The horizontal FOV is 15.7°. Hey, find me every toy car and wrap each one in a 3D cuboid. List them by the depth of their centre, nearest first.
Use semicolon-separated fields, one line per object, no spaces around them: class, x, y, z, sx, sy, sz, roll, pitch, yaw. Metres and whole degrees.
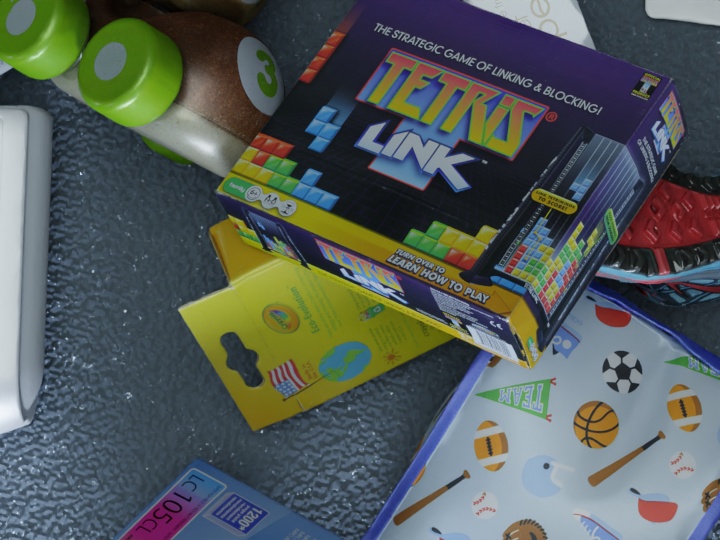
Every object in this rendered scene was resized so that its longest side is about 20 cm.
toy car;-0.079;-0.163;1.475;0.157;0.164;0.201;27;88;40

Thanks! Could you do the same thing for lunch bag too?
lunch bag;0.122;0.115;1.486;0.170;0.124;0.201;31;97;6

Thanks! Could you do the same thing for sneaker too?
sneaker;0.170;-0.008;1.478;0.199;0.096;0.080;3;56;-27

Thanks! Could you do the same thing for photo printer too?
photo printer;-0.265;0.003;1.544;0.165;0.069;0.201;0;85;6

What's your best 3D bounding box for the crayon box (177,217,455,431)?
crayon box;0.000;0.000;1.499;0.199;0.127;0.051;-26;46;1

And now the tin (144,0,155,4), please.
tin;-0.158;-0.216;1.570;0.199;0.042;0.113;0;90;4

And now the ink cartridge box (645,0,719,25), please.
ink cartridge box;0.232;-0.245;1.530;0.116;0.067;0.201;6;86;4

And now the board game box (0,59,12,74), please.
board game box;-0.316;-0.116;1.519;0.200;0.034;0.134;-34;54;-15

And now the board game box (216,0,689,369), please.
board game box;0.049;-0.058;1.404;0.199;0.057;0.166;23;69;31

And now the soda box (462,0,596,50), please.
soda box;0.103;-0.127;1.529;0.063;0.068;0.201;-20;85;2

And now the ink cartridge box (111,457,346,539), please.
ink cartridge box;-0.056;0.207;1.449;0.199;0.077;0.136;26;56;33
